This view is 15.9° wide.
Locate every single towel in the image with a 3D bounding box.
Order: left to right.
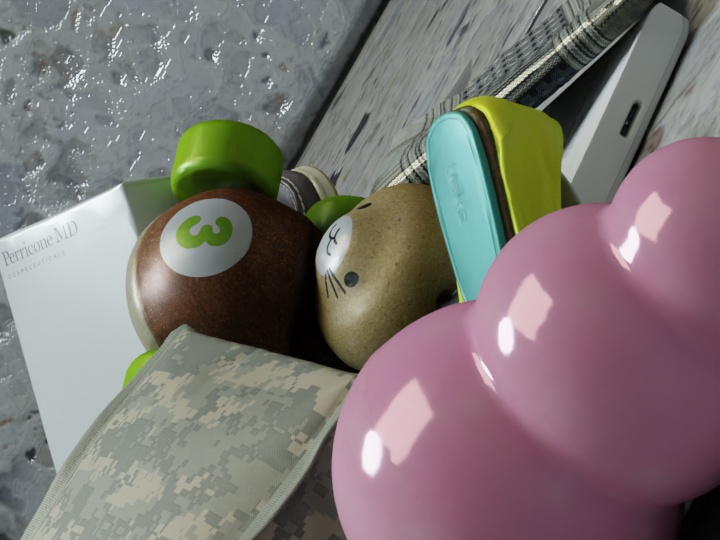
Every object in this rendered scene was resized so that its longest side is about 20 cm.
[{"bbox_3d":[0.086,-0.109,1.413,0.192,0.035,0.200,-41,4,16],"label":"towel"}]

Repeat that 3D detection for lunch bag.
[{"bbox_3d":[-0.066,0.137,1.056,0.200,0.118,0.164,-50,29,-18],"label":"lunch bag"}]

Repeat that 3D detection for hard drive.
[{"bbox_3d":[0.106,-0.051,1.381,0.132,0.027,0.200,-64,8,-21],"label":"hard drive"}]

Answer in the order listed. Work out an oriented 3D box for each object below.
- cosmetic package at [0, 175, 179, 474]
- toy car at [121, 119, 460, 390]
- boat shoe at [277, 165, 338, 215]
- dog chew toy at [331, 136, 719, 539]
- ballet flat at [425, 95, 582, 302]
[{"bbox_3d":[-0.104,0.060,1.321,0.113,0.201,0.081,-23,-7,40],"label":"cosmetic package"},{"bbox_3d":[0.000,0.000,1.207,0.200,0.157,0.165,-29,41,45],"label":"toy car"},{"bbox_3d":[-0.049,0.045,1.368,0.072,0.064,0.201,26,113,54],"label":"boat shoe"},{"bbox_3d":[0.080,0.036,0.859,0.200,0.124,0.125,-50,11,25],"label":"dog chew toy"},{"bbox_3d":[0.073,0.025,1.084,0.067,0.067,0.201,-16,77,53],"label":"ballet flat"}]
